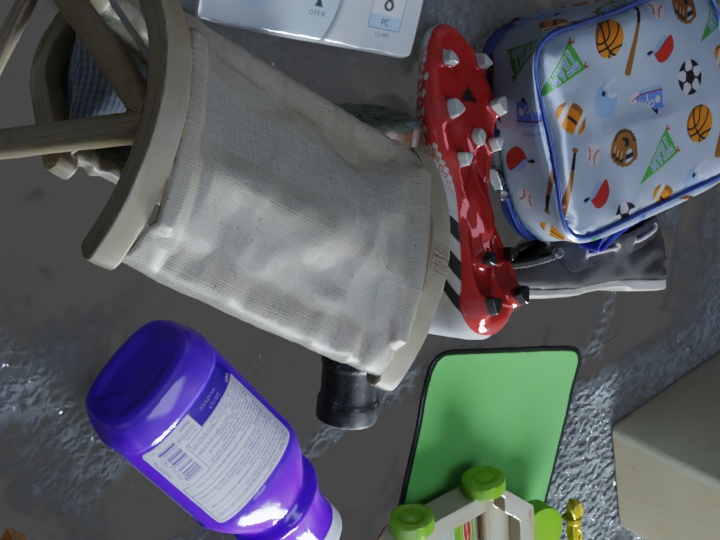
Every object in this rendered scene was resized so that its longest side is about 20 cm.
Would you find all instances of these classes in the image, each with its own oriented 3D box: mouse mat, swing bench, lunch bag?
[{"bbox_3d":[0.090,0.151,1.107,0.160,0.008,0.201,1,106,-41],"label":"mouse mat"},{"bbox_3d":[-0.076,-0.054,0.747,0.198,0.200,0.130,28,88,-44],"label":"swing bench"},{"bbox_3d":[0.169,-0.103,1.010,0.199,0.075,0.161,-22,108,-32],"label":"lunch bag"}]

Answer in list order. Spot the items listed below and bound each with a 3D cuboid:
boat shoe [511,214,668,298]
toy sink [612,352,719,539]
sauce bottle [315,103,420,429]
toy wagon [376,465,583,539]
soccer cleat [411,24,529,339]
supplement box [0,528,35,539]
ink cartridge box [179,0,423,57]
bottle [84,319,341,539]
[{"bbox_3d":[0.150,-0.011,1.060,0.199,0.067,0.057,-3,93,-45],"label":"boat shoe"},{"bbox_3d":[0.324,0.150,1.225,0.199,0.130,0.113,-29,124,-30],"label":"toy sink"},{"bbox_3d":[0.000,0.000,0.929,0.064,0.065,0.201,-12,114,-37],"label":"sauce bottle"},{"bbox_3d":[0.083,0.219,1.098,0.199,0.039,0.156,-23,121,-33],"label":"toy wagon"},{"bbox_3d":[0.052,-0.054,0.952,0.068,0.085,0.202,-11,91,-50],"label":"soccer cleat"},{"bbox_3d":[-0.149,0.254,0.871,0.200,0.073,0.126,36,82,-31],"label":"supplement box"},{"bbox_3d":[-0.018,-0.229,0.832,0.159,0.047,0.201,3,107,-41],"label":"ink cartridge box"},{"bbox_3d":[-0.080,0.114,0.904,0.084,0.065,0.200,-51,132,-12],"label":"bottle"}]
